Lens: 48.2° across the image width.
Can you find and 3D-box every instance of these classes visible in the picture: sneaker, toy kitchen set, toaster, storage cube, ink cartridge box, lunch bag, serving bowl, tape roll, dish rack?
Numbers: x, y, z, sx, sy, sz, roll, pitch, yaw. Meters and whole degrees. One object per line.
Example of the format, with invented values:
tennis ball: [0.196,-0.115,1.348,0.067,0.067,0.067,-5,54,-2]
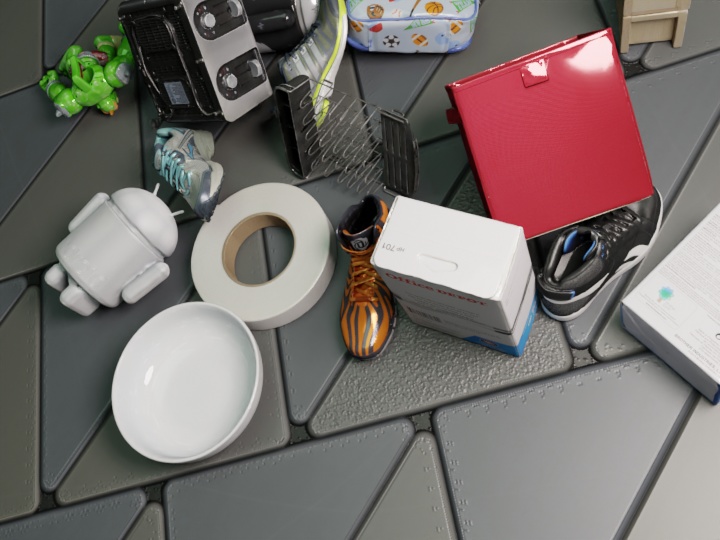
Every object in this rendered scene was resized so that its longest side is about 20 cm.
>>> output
sneaker: [-0.070,-0.291,1.103,0.080,0.074,0.203,11,99,-18]
toy kitchen set: [0.404,-0.413,1.001,0.160,0.181,0.203,-3,70,14]
toaster: [-0.233,-0.304,1.121,0.198,0.183,0.118,8,36,44]
sneaker: [0.000,0.000,0.979,0.076,0.112,0.203,-3,66,16]
sneaker: [-0.242,-0.133,1.097,0.078,0.085,0.201,-65,30,25]
storage cube: [0.208,-0.153,0.912,0.197,0.171,0.182,-18,102,8]
ink cartridge box: [0.112,0.012,0.889,0.145,0.200,0.087,17,73,23]
lunch bag: [0.074,-0.385,1.132,0.196,0.076,0.162,1,61,0]
sneaker: [0.279,-0.037,0.910,0.073,0.112,0.201,36,81,26]
serving bowl: [-0.207,0.144,1.005,0.197,0.066,0.203,-7,65,15]
tape roll: [-0.130,-0.022,1.073,0.199,0.037,0.206,-6,66,14]
ink cartridge box: [0.399,0.021,0.867,0.200,0.076,0.136,-44,62,-4]
dish rack: [-0.014,-0.162,1.040,0.198,0.154,0.055,28,60,25]

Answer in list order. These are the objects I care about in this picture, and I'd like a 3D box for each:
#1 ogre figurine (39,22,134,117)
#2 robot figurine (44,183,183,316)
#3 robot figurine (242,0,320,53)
ogre figurine: [-0.420,-0.308,1.258,0.197,0.099,0.121,-13,51,-1]
robot figurine: [-0.330,-0.031,1.095,0.200,0.113,0.170,-44,72,-5]
robot figurine: [-0.119,-0.389,1.183,0.197,0.125,0.153,-2,72,16]
